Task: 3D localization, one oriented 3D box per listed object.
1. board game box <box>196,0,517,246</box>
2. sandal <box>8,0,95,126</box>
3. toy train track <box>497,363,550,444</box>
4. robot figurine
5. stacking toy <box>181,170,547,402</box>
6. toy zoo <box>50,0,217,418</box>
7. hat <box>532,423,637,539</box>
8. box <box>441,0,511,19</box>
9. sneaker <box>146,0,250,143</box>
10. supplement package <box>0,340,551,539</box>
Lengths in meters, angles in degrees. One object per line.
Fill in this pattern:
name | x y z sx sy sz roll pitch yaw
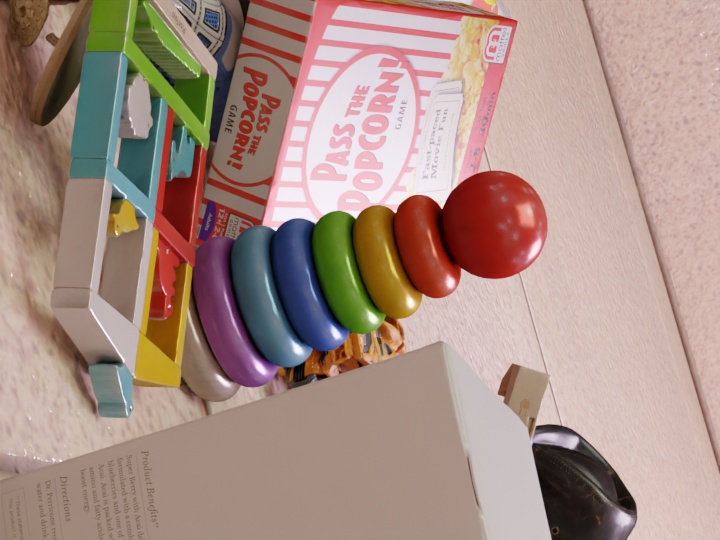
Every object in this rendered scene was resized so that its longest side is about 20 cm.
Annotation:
board game box | -0.001 -0.079 1.460 0.200 0.046 0.152 -2 109 -54
sandal | -0.140 -0.161 1.261 0.078 0.069 0.212 115 1 -57
toy train track | 0.071 0.155 1.594 0.033 0.114 0.201 16 -91 64
robot figurine | 0.000 0.059 1.551 0.200 0.058 0.145 53 23 -57
stacking toy | 0.000 0.000 1.322 0.085 0.199 0.086 -18 90 -77
toy zoo | -0.105 -0.028 1.218 0.131 0.020 0.201 51 42 -68
hat | 0.121 0.148 1.685 0.200 0.081 0.201 29 26 -16
box | -0.011 -0.144 1.529 0.200 0.041 0.156 -46 120 -26
sneaker | -0.108 -0.137 1.383 0.077 0.076 0.200 -63 141 -36
supplement package | -0.029 0.127 1.041 0.120 0.199 0.122 46 30 -62
